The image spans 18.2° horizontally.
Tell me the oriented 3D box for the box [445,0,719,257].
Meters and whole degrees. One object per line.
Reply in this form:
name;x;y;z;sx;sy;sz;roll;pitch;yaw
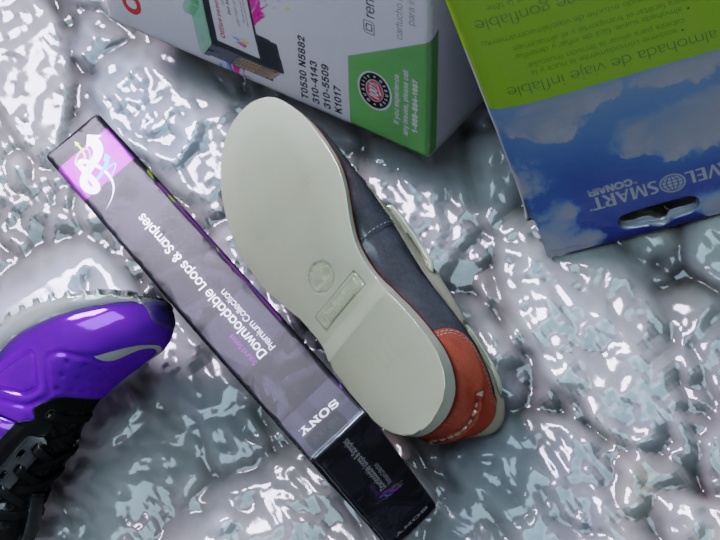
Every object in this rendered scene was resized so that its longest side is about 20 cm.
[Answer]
box;0.112;-0.097;1.007;0.121;0.200;0.048;-14;48;11

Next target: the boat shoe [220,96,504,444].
boat shoe;0.000;0.000;1.068;0.071;0.062;0.200;-48;59;24

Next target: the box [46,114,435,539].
box;-0.052;0.029;1.026;0.036;0.143;0.200;-40;65;-3

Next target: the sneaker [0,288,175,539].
sneaker;-0.165;0.083;1.077;0.200;0.070;0.100;-26;70;20

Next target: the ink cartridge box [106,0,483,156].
ink cartridge box;-0.029;-0.164;1.084;0.199;0.145;0.084;25;50;23
